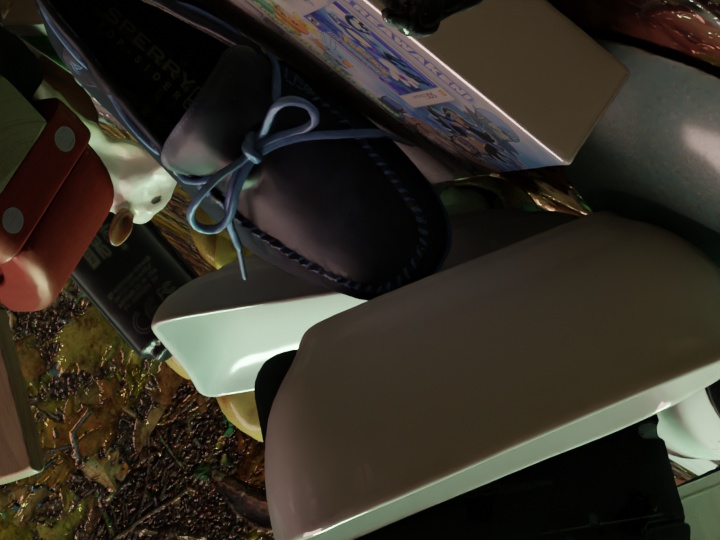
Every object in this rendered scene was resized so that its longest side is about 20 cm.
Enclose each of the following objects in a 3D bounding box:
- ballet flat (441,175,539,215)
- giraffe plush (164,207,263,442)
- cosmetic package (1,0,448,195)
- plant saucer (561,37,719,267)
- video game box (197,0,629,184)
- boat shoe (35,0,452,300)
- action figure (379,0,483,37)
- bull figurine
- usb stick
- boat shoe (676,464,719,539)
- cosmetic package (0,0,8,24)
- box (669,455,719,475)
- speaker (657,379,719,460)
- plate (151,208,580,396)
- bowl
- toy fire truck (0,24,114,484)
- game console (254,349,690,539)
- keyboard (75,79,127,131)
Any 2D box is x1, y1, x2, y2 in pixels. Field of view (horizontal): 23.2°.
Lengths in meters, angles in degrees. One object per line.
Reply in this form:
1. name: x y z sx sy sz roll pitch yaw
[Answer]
1. ballet flat: 0.000 0.000 0.924 0.071 0.198 0.071 -20 -90 -82
2. giraffe plush: -0.015 -0.007 1.044 0.172 0.200 0.162 39 -169 -4
3. cosmetic package: -0.054 -0.094 0.827 0.199 0.085 0.107 35 169 -26
4. plant saucer: 0.142 -0.019 0.672 0.200 0.039 0.201 31 175 3
5. video game box: -0.017 -0.110 0.642 0.199 0.047 0.182 38 175 -11
6. boat shoe: -0.057 -0.053 0.678 0.199 0.085 0.069 32 -176 16
7. action figure: -0.058 -0.128 0.470 0.198 0.120 0.102 18 178 27
8. bull figurine: -0.181 -0.088 0.895 0.199 0.065 0.122 19 143 29
9. usb stick: -0.159 -0.036 0.964 0.200 0.055 0.033 47 -179 13
10. boat shoe: 0.220 0.127 0.926 0.075 0.199 0.062 66 -166 6
11. cosmetic package: -0.135 -0.134 0.963 0.199 0.071 0.105 32 173 -3
12. box: 0.224 0.096 1.083 0.199 0.060 0.117 30 174 13
13. speaker: 0.183 0.053 0.852 0.081 0.082 0.200 31 174 2
14. plate: 0.009 0.014 0.822 0.198 0.033 0.200 -11 167 0
15. bowl: 0.048 0.045 0.696 0.200 0.198 0.075 93 155 -77
16. toy fire truck: -0.187 -0.001 0.850 0.175 0.129 0.200 -2 141 44
17. game console: 0.045 0.130 0.854 0.198 0.178 0.116 -6 160 -20
18. keyboard: -0.177 -0.107 0.991 0.056 0.011 0.199 37 172 -35
